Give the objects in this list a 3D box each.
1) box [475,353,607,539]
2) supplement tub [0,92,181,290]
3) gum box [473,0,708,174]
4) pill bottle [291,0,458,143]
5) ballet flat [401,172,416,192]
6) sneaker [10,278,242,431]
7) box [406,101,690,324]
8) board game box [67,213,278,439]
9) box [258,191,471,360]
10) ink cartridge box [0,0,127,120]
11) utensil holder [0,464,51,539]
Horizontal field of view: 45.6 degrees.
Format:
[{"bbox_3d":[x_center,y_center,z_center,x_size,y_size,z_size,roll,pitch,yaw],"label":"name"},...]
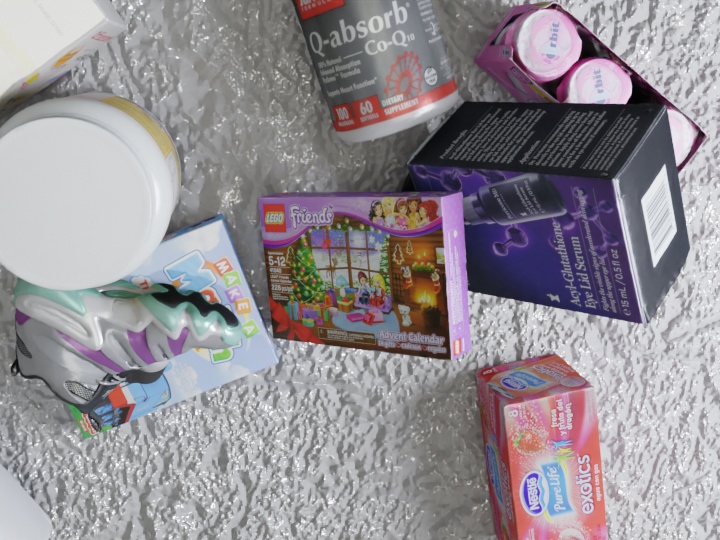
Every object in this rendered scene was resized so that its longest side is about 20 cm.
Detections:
[{"bbox_3d":[0.184,0.200,0.873,0.094,0.103,0.202,-10,106,-6],"label":"box"},{"bbox_3d":[-0.222,-0.068,0.694,0.144,0.200,0.147,-2,104,-8],"label":"supplement tub"},{"bbox_3d":[0.202,-0.163,0.783,0.199,0.114,0.066,36,96,-15],"label":"gum box"},{"bbox_3d":[0.003,-0.222,0.738,0.115,0.116,0.201,-21,105,-3],"label":"pill bottle"},{"bbox_3d":[0.040,-0.016,0.818,0.057,0.066,0.201,26,99,-24],"label":"ballet flat"},{"bbox_3d":[-0.211,0.081,0.763,0.198,0.078,0.141,12,102,-1],"label":"sneaker"},{"bbox_3d":[0.161,-0.056,0.734,0.104,0.199,0.149,-48,129,-32],"label":"box"},{"bbox_3d":[-0.197,0.053,0.812,0.199,0.037,0.152,-22,105,-4],"label":"board game box"},{"bbox_3d":[0.000,0.000,0.762,0.199,0.039,0.138,3,103,35],"label":"box"},{"bbox_3d":[-0.290,-0.208,0.688,0.199,0.129,0.126,-35,106,1],"label":"ink cartridge box"},{"bbox_3d":[-0.400,0.212,0.751,0.169,0.170,0.201,-36,107,1],"label":"utensil holder"}]
